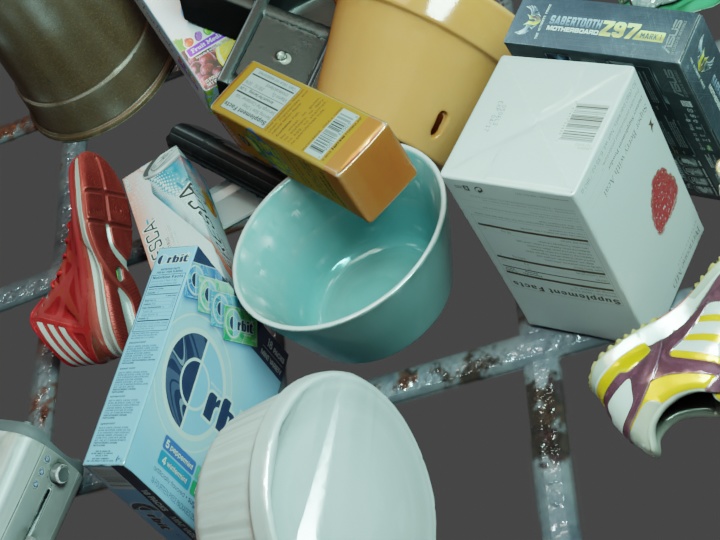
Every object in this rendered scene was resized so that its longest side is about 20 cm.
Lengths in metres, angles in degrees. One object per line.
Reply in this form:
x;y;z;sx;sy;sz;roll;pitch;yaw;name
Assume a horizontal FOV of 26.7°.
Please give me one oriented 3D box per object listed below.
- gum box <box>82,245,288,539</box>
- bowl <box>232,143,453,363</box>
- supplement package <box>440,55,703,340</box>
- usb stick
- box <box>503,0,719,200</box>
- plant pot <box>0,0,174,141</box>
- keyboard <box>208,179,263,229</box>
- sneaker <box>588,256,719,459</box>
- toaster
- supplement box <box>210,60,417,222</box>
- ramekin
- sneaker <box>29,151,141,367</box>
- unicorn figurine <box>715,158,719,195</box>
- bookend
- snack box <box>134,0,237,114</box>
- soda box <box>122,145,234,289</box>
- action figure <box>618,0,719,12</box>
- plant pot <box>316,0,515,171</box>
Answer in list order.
-0.137;0.111;1.250;0.044;0.170;0.202;-3;55;28;gum box
0.000;0.000;1.295;0.198;0.105;0.202;-17;44;17;bowl
0.169;-0.052;1.174;0.119;0.200;0.122;11;61;36;supplement package
-0.111;-0.098;1.468;0.199;0.055;0.033;28;103;37;usb stick
0.222;-0.134;1.208;0.156;0.200;0.051;13;67;37;box
-0.331;-0.280;1.650;0.198;0.199;0.202;-16;49;20;plant pot
-0.094;-0.085;1.492;0.198;0.011;0.057;-28;51;9;keyboard
0.270;0.057;1.128;0.199;0.075;0.090;-40;53;6;sneaker
-0.349;0.207;1.341;0.198;0.114;0.131;0;58;28;toaster
-0.043;-0.113;1.301;0.069;0.067;0.199;-46;42;-10;supplement box
-0.037;0.182;1.125;0.093;0.202;0.204;-15;48;35;ramekin
-0.277;-0.005;1.450;0.114;0.078;0.203;-17;76;25;sneaker
0.336;-0.106;1.186;0.073;0.137;0.202;28;89;40;unicorn figurine
-0.105;-0.240;1.480;0.198;0.092;0.201;22;71;9;bookend
-0.148;-0.280;1.575;0.141;0.053;0.201;-30;70;-11;snack box
-0.163;-0.021;1.435;0.068;0.064;0.201;-30;50;7;soda box
0.329;-0.287;1.371;0.198;0.055;0.119;-26;44;5;action figure
0.046;-0.178;1.366;0.199;0.199;0.141;24;85;40;plant pot
